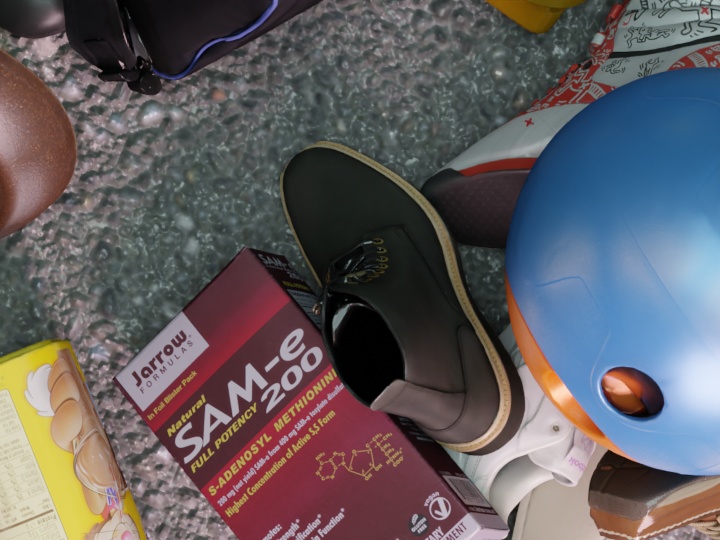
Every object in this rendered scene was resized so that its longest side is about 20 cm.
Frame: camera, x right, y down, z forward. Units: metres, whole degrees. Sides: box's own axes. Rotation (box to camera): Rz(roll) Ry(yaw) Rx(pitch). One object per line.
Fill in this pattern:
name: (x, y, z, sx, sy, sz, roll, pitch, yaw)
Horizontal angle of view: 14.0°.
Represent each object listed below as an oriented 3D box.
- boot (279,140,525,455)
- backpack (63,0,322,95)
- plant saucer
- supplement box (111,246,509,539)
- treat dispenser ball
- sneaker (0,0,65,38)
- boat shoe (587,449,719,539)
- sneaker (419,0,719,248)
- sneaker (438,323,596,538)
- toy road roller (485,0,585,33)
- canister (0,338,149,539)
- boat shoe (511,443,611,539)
boot: (0.000, 0.000, 1.524, 0.077, 0.138, 0.200, -45, 63, 13)
backpack: (-0.079, -0.217, 1.528, 0.154, 0.200, 0.191, -32, 95, -35)
plant saucer: (-0.248, -0.061, 1.517, 0.199, 0.201, 0.037, 10, 56, -3)
supplement box: (-0.027, 0.097, 1.554, 0.109, 0.061, 0.200, -44, 72, 10)
treat dispenser ball: (0.171, 0.000, 1.454, 0.199, 0.201, 0.202, 0, 90, -3)
sneaker: (-0.210, -0.217, 1.569, 0.074, 0.089, 0.201, -27, 93, -4)
boat shoe: (0.202, 0.108, 1.561, 0.199, 0.075, 0.074, -23, 115, -39)
sneaker: (0.127, -0.086, 1.600, 0.200, 0.108, 0.067, -19, 134, 27)
sneaker: (0.111, 0.058, 1.579, 0.200, 0.075, 0.100, -49, 56, 6)
toy road roller: (0.115, -0.222, 1.584, 0.123, 0.146, 0.200, 36, 51, -2)
canister: (-0.154, 0.142, 1.544, 0.086, 0.149, 0.201, -22, 90, -2)
boat shoe: (0.121, 0.160, 1.601, 0.072, 0.059, 0.201, 19, 85, 38)
